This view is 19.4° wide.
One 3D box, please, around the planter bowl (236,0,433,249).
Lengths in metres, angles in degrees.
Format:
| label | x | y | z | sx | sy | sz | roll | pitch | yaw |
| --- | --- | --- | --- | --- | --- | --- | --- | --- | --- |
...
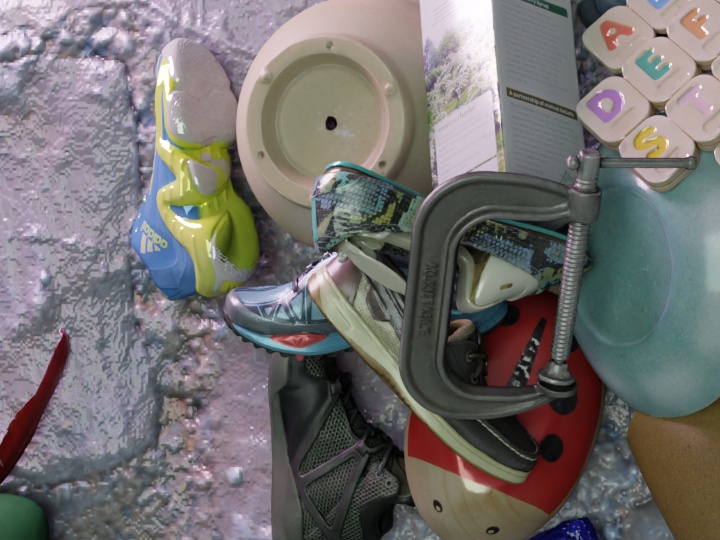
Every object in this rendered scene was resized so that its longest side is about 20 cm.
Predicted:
| label | x | y | z | sx | sy | sz | roll | pitch | yaw |
| --- | --- | --- | --- | --- | --- | --- | --- | --- | --- |
| planter bowl | -0.006 | -0.104 | 1.504 | 0.198 | 0.135 | 0.203 | 0 | 91 | 17 |

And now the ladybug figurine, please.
| label | x | y | z | sx | sy | sz | roll | pitch | yaw |
| --- | --- | --- | --- | --- | --- | --- | --- | --- | --- |
| ladybug figurine | 0.103 | 0.099 | 1.485 | 0.135 | 0.072 | 0.202 | 18 | 80 | 6 |

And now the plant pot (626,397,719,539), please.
| label | x | y | z | sx | sy | sz | roll | pitch | yaw |
| --- | --- | --- | --- | --- | --- | --- | --- | --- | --- |
| plant pot | 0.278 | 0.149 | 1.408 | 0.200 | 0.186 | 0.187 | 45 | 103 | 27 |

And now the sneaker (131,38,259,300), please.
| label | x | y | z | sx | sy | sz | roll | pitch | yaw |
| --- | --- | --- | --- | --- | --- | --- | --- | --- | --- |
| sneaker | -0.141 | -0.070 | 1.579 | 0.105 | 0.075 | 0.202 | -26 | 64 | 37 |

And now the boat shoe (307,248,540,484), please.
| label | x | y | z | sx | sy | sz | roll | pitch | yaw |
| --- | --- | --- | --- | --- | --- | --- | --- | --- | --- |
| boat shoe | 0.053 | 0.059 | 1.400 | 0.200 | 0.073 | 0.065 | 43 | 106 | -9 |

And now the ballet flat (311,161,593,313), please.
| label | x | y | z | sx | sy | sz | roll | pitch | yaw |
| --- | --- | --- | --- | --- | --- | --- | --- | --- | --- |
| ballet flat | 0.056 | -0.008 | 1.366 | 0.198 | 0.074 | 0.075 | 17 | 97 | -15 |

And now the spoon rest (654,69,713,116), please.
| label | x | y | z | sx | sy | sz | roll | pitch | yaw |
| --- | --- | --- | --- | --- | --- | --- | --- | --- | --- |
| spoon rest | 0.212 | -0.047 | 1.437 | 0.060 | 0.100 | 0.202 | 16 | 115 | 3 |

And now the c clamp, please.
| label | x | y | z | sx | sy | sz | roll | pitch | yaw |
| --- | --- | --- | --- | --- | --- | --- | --- | --- | --- |
| c clamp | 0.110 | 0.012 | 1.333 | 0.169 | 0.027 | 0.202 | 7 | 115 | -10 |

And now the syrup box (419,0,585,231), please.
| label | x | y | z | sx | sy | sz | roll | pitch | yaw |
| --- | --- | --- | --- | --- | --- | --- | --- | --- | --- |
| syrup box | 0.097 | -0.125 | 1.435 | 0.079 | 0.081 | 0.202 | -29 | 55 | 46 |

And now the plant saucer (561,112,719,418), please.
| label | x | y | z | sx | sy | sz | roll | pitch | yaw |
| --- | --- | --- | --- | --- | --- | --- | --- | --- | --- |
| plant saucer | 0.184 | -0.003 | 1.387 | 0.200 | 0.038 | 0.203 | 4 | 95 | 56 |

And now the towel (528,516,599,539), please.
| label | x | y | z | sx | sy | sz | roll | pitch | yaw |
| --- | --- | --- | --- | --- | --- | --- | --- | --- | --- |
| towel | 0.142 | 0.294 | 1.509 | 0.147 | 0.050 | 0.201 | -28 | 83 | 15 |

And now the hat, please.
| label | x | y | z | sx | sy | sz | roll | pitch | yaw |
| --- | --- | --- | --- | --- | --- | --- | --- | --- | --- |
| hat | -0.263 | 0.199 | 1.653 | 0.166 | 0.176 | 0.200 | 44 | 140 | 10 |

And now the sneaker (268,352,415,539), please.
| label | x | y | z | sx | sy | sz | roll | pitch | yaw |
| --- | --- | --- | --- | --- | --- | --- | --- | --- | --- |
| sneaker | -0.009 | 0.114 | 1.542 | 0.113 | 0.076 | 0.202 | -2 | 94 | 16 |

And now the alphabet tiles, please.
| label | x | y | z | sx | sy | sz | roll | pitch | yaw |
| --- | --- | --- | --- | --- | --- | --- | --- | --- | --- |
| alphabet tiles | 0.239 | -0.142 | 1.363 | 0.200 | 0.015 | 0.196 | -41 | 49 | 1 |

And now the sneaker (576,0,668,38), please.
| label | x | y | z | sx | sy | sz | roll | pitch | yaw |
| --- | --- | --- | --- | --- | --- | --- | --- | --- | --- |
| sneaker | 0.205 | -0.179 | 1.469 | 0.084 | 0.075 | 0.201 | -41 | 70 | 10 |

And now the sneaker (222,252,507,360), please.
| label | x | y | z | sx | sy | sz | roll | pitch | yaw |
| --- | --- | --- | --- | --- | --- | --- | --- | --- | --- |
| sneaker | 0.000 | 0.000 | 1.462 | 0.198 | 0.079 | 0.096 | -6 | 113 | 2 |
